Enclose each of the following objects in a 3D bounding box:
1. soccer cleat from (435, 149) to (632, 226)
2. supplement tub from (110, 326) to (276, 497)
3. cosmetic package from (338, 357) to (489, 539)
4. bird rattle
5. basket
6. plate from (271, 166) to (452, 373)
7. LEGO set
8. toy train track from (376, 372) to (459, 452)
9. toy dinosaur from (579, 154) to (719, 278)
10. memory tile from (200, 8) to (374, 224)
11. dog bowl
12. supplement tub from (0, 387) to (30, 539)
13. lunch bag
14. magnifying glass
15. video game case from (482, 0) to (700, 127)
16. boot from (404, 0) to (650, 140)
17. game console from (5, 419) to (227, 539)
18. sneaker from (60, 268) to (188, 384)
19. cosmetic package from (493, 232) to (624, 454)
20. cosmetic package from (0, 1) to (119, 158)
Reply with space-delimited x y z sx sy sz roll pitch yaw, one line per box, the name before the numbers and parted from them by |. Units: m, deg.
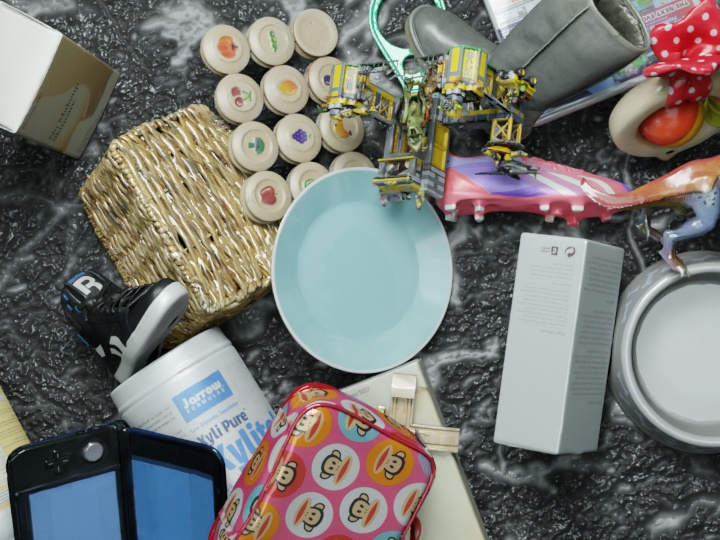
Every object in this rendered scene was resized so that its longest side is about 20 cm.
soccer cleat | 0.170 -0.088 1.271 0.198 0.067 0.077 0 76 4
supplement tub | -0.139 0.172 1.256 0.131 0.132 0.201 -33 88 3
cosmetic package | 0.047 0.198 1.271 0.103 0.073 0.201 -22 89 4
bird rattle | 0.307 -0.155 1.201 0.163 0.199 0.113 -37 67 34
basket | -0.168 -0.048 1.295 0.142 0.149 0.201 -30 87 -30
plate | 0.000 0.000 1.268 0.199 0.026 0.202 1 87 -27
LEGO set | 0.061 -0.122 1.191 0.199 0.154 0.117 1 76 29
toy train track | 0.033 0.199 1.218 0.114 0.033 0.202 5 91 4
toy dinosaur | 0.342 -0.080 1.192 0.199 0.105 0.182 26 115 -31
memory tile | -0.068 -0.154 1.272 0.152 0.017 0.202 -14 86 -29
dog bowl | 0.338 0.081 1.256 0.198 0.059 0.202 0 89 5
supplement tub | -0.387 0.208 1.267 0.145 0.145 0.201 -29 87 4
lunch bag | -0.023 0.218 1.156 0.175 0.082 0.201 29 94 -17
magnifying glass | 0.053 -0.198 1.300 0.079 0.022 0.202 -5 90 4
video game case | 0.231 -0.263 1.287 0.199 0.023 0.183 -21 88 3
boot | 0.149 -0.221 1.198 0.182 0.200 0.073 43 59 -2
game console | -0.220 0.253 1.190 0.170 0.118 0.202 -12 111 -29
sneaker | -0.237 0.036 1.237 0.112 0.200 0.073 44 58 2
cosmetic package | 0.192 0.070 1.238 0.071 0.101 0.202 7 89 33
cosmetic package | -0.306 -0.177 1.238 0.071 0.200 0.106 26 92 4
